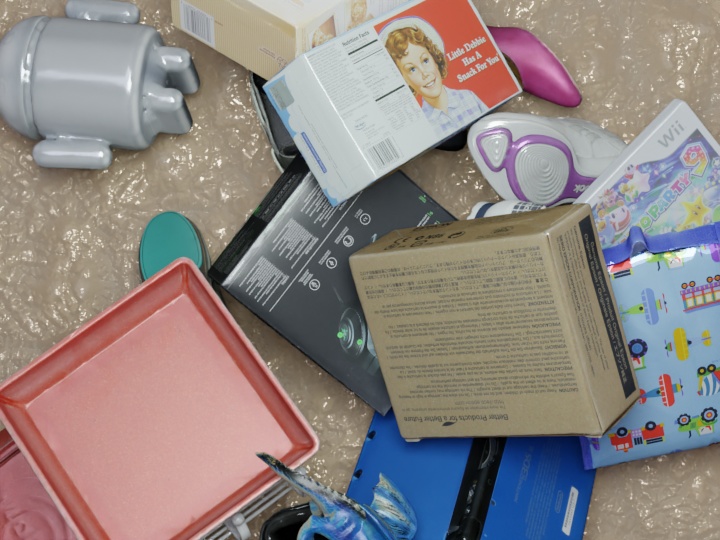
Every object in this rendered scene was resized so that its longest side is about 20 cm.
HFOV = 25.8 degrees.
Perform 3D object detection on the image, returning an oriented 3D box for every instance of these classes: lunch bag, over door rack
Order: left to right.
[{"bbox_3d":[-0.157,0.155,1.341,0.147,0.067,0.200,-33,55,-21],"label":"over door rack"},{"bbox_3d":[0.235,0.051,1.287,0.149,0.201,0.094,-12,37,6],"label":"lunch bag"}]

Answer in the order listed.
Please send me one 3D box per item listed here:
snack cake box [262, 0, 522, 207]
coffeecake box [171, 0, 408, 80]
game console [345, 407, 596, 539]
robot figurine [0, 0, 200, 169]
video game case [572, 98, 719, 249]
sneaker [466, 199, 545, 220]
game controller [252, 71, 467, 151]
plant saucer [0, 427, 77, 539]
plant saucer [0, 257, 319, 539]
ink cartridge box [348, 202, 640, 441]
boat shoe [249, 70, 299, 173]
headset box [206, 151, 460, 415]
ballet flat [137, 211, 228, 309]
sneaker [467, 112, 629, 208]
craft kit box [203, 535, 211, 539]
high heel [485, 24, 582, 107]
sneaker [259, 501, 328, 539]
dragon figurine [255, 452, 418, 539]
[{"bbox_3d":[0.030,-0.150,1.292,0.199,0.067,0.116,-32,91,-39],"label":"snack cake box"},{"bbox_3d":[-0.043,-0.254,1.369,0.153,0.074,0.200,32,51,28],"label":"coffeecake box"},{"bbox_3d":[0.094,0.188,1.330,0.170,0.118,0.201,40,43,-17],"label":"game console"},{"bbox_3d":[-0.249,-0.170,1.428,0.198,0.113,0.171,7,68,7],"label":"robot figurine"},{"bbox_3d":[0.281,-0.027,1.348,0.143,0.018,0.200,-45,113,-1],"label":"video game case"},{"bbox_3d":[0.170,0.013,1.330,0.080,0.200,0.077,-9,51,43],"label":"sneaker"},{"bbox_3d":[0.001,-0.157,1.388,0.198,0.042,0.105,15,40,-11],"label":"game controller"},{"bbox_3d":[-0.297,0.241,1.417,0.199,0.037,0.200,-37,80,1],"label":"plant saucer"},{"bbox_3d":[-0.164,0.125,1.268,0.199,0.037,0.201,-35,73,-8],"label":"plant saucer"},{"bbox_3d":[0.104,0.044,1.242,0.199,0.075,0.166,-6,107,40],"label":"ink cartridge box"},{"bbox_3d":[-0.046,-0.102,1.422,0.070,0.064,0.201,-32,80,1],"label":"boat shoe"},{"bbox_3d":[0.000,0.000,1.359,0.199,0.093,0.175,38,87,-14],"label":"headset box"},{"bbox_3d":[-0.152,0.029,1.401,0.067,0.064,0.201,-23,43,-3],"label":"ballet flat"},{"bbox_3d":[0.167,-0.095,1.354,0.199,0.100,0.075,15,115,-31],"label":"sneaker"},{"bbox_3d":[-0.174,0.337,1.367,0.200,0.049,0.198,-40,94,-2],"label":"craft kit box"},{"bbox_3d":[0.101,-0.186,1.412,0.200,0.067,0.096,41,78,15],"label":"high heel"},{"bbox_3d":[0.010,0.244,1.345,0.198,0.111,0.078,13,84,7],"label":"sneaker"},{"bbox_3d":[0.007,0.198,1.210,0.099,0.059,0.201,-26,101,27],"label":"dragon figurine"}]
